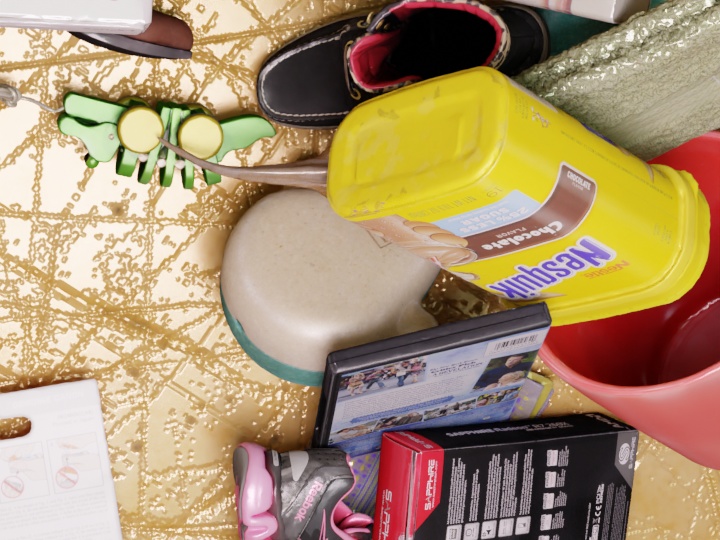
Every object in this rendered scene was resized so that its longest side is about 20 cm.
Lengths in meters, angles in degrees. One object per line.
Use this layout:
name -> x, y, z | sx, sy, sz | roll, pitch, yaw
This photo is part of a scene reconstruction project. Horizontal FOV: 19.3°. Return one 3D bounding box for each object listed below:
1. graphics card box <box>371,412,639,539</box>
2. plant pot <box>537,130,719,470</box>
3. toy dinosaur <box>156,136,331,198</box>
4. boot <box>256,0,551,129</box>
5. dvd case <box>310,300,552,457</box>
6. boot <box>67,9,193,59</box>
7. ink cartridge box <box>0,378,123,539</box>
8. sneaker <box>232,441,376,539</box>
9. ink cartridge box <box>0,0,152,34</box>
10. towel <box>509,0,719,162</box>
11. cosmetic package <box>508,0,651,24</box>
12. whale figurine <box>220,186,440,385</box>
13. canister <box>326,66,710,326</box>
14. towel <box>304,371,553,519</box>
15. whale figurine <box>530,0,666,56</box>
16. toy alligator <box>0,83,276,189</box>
graphics card box -> 0.099, 0.169, 1.457 | 0.199, 0.051, 0.126 | -3, 103, -34
plant pot -> 0.231, 0.035, 1.409 | 0.200, 0.200, 0.177 | -44, 137, 0
toy dinosaur -> -0.017, -0.061, 1.345 | 0.199, 0.106, 0.061 | -5, 97, -27
boot -> 0.016, -0.132, 1.336 | 0.198, 0.151, 0.074 | -6, 93, 11
dvd case -> 0.041, 0.076, 1.373 | 0.142, 0.200, 0.018 | -13, 70, -9
boot -> -0.161, -0.250, 1.353 | 0.187, 0.068, 0.201 | 24, 89, -8
ink cartridge box -> -0.242, 0.180, 1.428 | 0.159, 0.047, 0.202 | -9, 98, -10
sneaker -> -0.034, 0.199, 1.434 | 0.095, 0.079, 0.201 | -9, 126, -9
ink cartridge box -> -0.195, -0.245, 1.271 | 0.144, 0.084, 0.202 | 2, 91, -9
towel -> 0.167, -0.106, 1.326 | 0.199, 0.148, 0.037 | -23, 63, 18
cosmetic package -> 0.085, -0.217, 1.334 | 0.199, 0.103, 0.088 | 14, 100, 20
whale figurine -> 0.000, 0.000, 1.409 | 0.199, 0.104, 0.159 | -29, 68, -25
canister -> 0.094, -0.042, 1.274 | 0.199, 0.148, 0.087 | 26, 62, -42
towel -> 0.033, 0.134, 1.485 | 0.143, 0.023, 0.201 | 29, 94, -17
whale figurine -> 0.166, -0.167, 1.407 | 0.200, 0.104, 0.159 | -43, 107, 1
toy alligator -> -0.155, -0.085, 1.377 | 0.198, 0.059, 0.055 | 6, 101, -13
